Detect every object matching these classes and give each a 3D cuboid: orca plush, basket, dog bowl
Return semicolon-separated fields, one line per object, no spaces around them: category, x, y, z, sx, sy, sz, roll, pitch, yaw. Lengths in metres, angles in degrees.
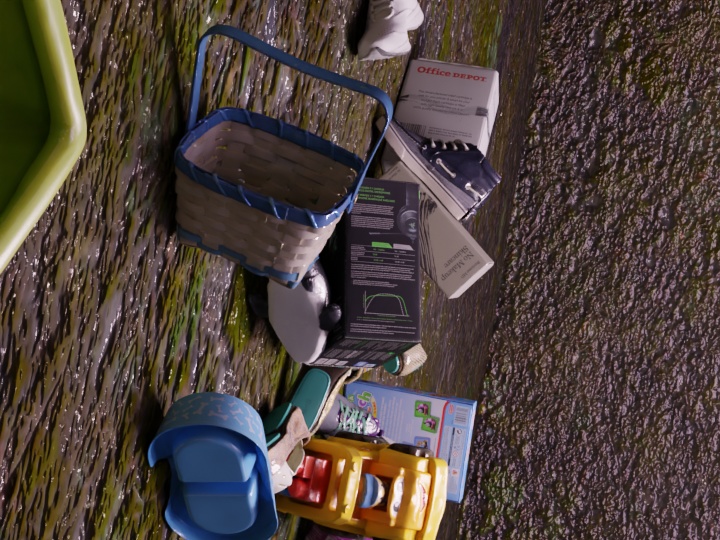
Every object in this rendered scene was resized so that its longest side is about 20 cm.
orca plush;-0.073;0.004;1.305;0.201;0.105;0.071;63;33;-27
basket;-0.080;-0.101;1.054;0.139;0.175;0.201;-61;175;-51
dog bowl;-0.137;0.193;1.146;0.050;0.111;0.201;-87;174;-46

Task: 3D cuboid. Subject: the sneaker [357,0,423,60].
sneaker;0.032;-0.340;1.587;0.200;0.074;0.088;-73;154;-55

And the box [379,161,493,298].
box;0.098;-0.059;1.726;0.082;0.200;0.068;-43;170;11

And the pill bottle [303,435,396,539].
pill bottle;0.010;0.340;1.689;0.201;0.112;0.112;-57;164;-2

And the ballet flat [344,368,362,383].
ballet flat;-0.024;0.086;1.575;0.200;0.070;0.071;83;21;-55

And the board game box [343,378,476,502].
board game box;0.066;0.254;1.796;0.037;0.199;0.152;-13;112;-76

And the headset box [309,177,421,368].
headset box;0.000;0.000;1.392;0.174;0.092;0.201;139;-47;-67

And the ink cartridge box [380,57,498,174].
ink cartridge box;0.127;-0.220;1.855;0.084;0.143;0.201;77;26;-60

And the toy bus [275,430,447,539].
toy bus;-0.017;0.270;1.504;0.192;0.199;0.137;23;76;-48

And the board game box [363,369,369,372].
board game box;0.015;0.040;1.755;0.165;0.056;0.202;-11;110;-74

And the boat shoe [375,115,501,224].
boat shoe;0.118;-0.170;1.735;0.093;0.200;0.075;-42;-173;11

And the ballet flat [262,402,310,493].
ballet flat;-0.098;0.213;1.359;0.068;0.068;0.200;62;22;-6

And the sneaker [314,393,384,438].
sneaker;-0.019;0.200;1.652;0.200;0.087;0.075;46;54;-73

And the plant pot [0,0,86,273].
plant pot;-0.234;-0.076;0.416;0.201;0.180;0.200;-68;162;-44

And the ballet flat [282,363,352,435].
ballet flat;-0.043;0.121;1.497;0.201;0.070;0.071;-61;163;-7

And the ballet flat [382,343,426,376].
ballet flat;0.034;0.046;1.636;0.075;0.068;0.201;-20;81;-34
